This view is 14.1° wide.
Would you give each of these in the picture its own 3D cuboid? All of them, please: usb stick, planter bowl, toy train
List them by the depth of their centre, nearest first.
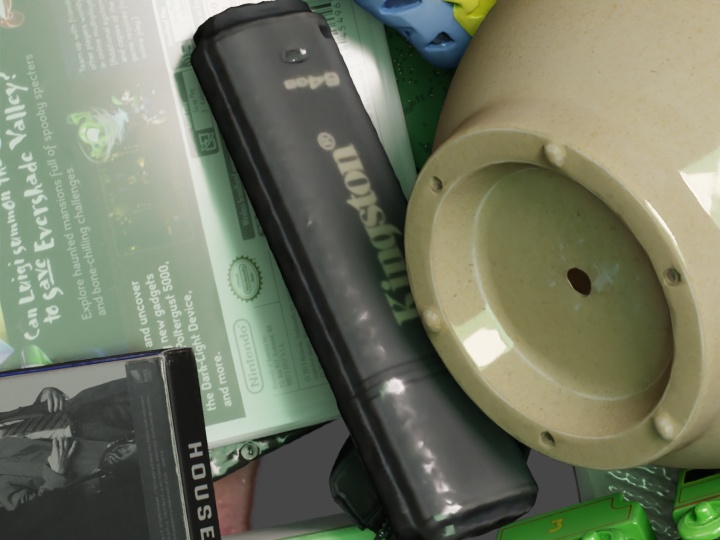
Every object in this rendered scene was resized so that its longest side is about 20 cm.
[{"bbox_3d":[0.099,-0.018,0.937,0.135,0.200,0.201,-32,94,-41],"label":"planter bowl"},{"bbox_3d":[0.000,0.000,0.978,0.055,0.033,0.201,-16,73,-28],"label":"usb stick"},{"bbox_3d":[0.133,0.085,0.985,0.199,0.056,0.042,-18,112,20],"label":"toy train"}]

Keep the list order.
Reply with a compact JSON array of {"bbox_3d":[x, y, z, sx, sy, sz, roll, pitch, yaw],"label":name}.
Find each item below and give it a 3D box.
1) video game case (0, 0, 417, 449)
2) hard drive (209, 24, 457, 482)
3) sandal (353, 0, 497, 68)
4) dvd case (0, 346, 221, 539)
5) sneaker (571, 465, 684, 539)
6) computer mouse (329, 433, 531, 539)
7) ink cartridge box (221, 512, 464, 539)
[{"bbox_3d":[-0.072,-0.035,1.022,0.181,0.023,0.201,-13,91,-11],"label":"video game case"},{"bbox_3d":[-0.017,-0.019,1.061,0.199,0.038,0.140,-26,93,-9],"label":"hard drive"},{"bbox_3d":[-0.029,-0.142,0.991,0.087,0.080,0.200,-36,109,25],"label":"sandal"},{"bbox_3d":[-0.134,0.112,0.983,0.199,0.025,0.151,-8,89,30],"label":"dvd case"},{"bbox_3d":[0.121,0.117,1.067,0.078,0.079,0.201,-9,65,-13],"label":"sneaker"},{"bbox_3d":[0.001,0.096,0.972,0.059,0.034,0.200,37,57,-4],"label":"computer mouse"},{"bbox_3d":[-0.022,0.193,1.028,0.145,0.084,0.201,-11,89,-11],"label":"ink cartridge box"}]
